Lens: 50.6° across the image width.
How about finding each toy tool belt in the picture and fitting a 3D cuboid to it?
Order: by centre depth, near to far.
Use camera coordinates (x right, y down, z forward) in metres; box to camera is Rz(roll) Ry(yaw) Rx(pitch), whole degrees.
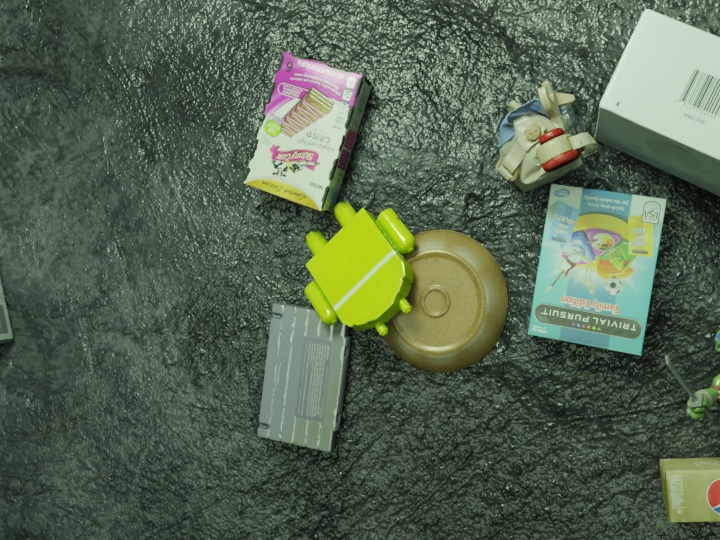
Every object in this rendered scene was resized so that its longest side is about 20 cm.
[{"bbox_3d":[0.220,-0.177,0.967,0.122,0.200,0.125,-23,86,6],"label":"toy tool belt"}]

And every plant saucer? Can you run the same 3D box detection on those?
[{"bbox_3d":[0.109,0.044,1.082,0.195,0.035,0.206,0,89,17],"label":"plant saucer"}]

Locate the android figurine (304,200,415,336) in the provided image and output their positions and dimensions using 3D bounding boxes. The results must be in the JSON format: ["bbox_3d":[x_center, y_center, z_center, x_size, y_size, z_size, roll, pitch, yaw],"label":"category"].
[{"bbox_3d":[0.000,0.000,1.085,0.182,0.041,0.201,-44,60,11],"label":"android figurine"}]

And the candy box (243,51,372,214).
[{"bbox_3d":[-0.078,-0.202,1.125,0.134,0.061,0.205,19,95,15],"label":"candy box"}]

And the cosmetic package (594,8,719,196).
[{"bbox_3d":[0.397,-0.190,0.912,0.196,0.200,0.125,28,95,14],"label":"cosmetic package"}]

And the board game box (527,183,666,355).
[{"bbox_3d":[0.313,-0.003,1.016,0.147,0.047,0.206,9,92,16],"label":"board game box"}]

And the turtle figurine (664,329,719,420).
[{"bbox_3d":[0.459,0.152,0.879,0.142,0.200,0.197,-30,65,6],"label":"turtle figurine"}]

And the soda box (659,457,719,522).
[{"bbox_3d":[0.482,0.272,0.953,0.195,0.068,0.066,-6,89,16],"label":"soda box"}]

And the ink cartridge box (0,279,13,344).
[{"bbox_3d":[-0.704,0.067,1.323,0.196,0.047,0.164,-17,85,21],"label":"ink cartridge box"}]

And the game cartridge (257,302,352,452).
[{"bbox_3d":[-0.082,0.159,1.140,0.126,0.038,0.206,8,92,12],"label":"game cartridge"}]
